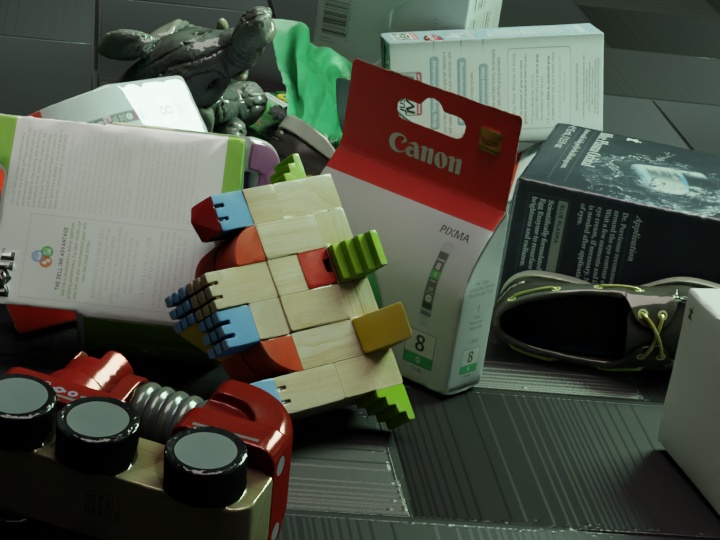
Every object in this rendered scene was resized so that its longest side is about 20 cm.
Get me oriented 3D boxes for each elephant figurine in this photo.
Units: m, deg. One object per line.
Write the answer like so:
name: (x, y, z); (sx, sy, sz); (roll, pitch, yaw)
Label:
elephant figurine: (-0.157, -0.165, 1.784); (0.141, 0.155, 0.200); (30, -4, 7)

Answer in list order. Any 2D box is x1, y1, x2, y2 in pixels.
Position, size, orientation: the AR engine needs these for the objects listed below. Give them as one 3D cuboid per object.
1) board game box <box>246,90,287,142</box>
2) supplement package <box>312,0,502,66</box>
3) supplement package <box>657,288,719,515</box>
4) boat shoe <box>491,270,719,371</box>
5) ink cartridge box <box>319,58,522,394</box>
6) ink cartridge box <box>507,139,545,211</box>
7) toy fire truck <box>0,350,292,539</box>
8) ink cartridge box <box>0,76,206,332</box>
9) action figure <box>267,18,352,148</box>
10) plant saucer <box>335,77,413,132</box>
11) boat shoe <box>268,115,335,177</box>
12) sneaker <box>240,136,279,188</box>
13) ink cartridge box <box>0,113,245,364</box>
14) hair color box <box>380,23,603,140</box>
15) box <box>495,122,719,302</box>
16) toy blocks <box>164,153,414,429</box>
board game box: (-0.053, -0.123, 1.933); (0.105, 0.023, 0.200); (-11, 28, -35)
supplement package: (0.046, -0.240, 2.020); (0.156, 0.200, 0.111); (15, 22, 18)
supplement package: (0.319, 0.089, 1.385); (0.200, 0.120, 0.121); (2, 23, -17)
boat shoe: (0.196, 0.043, 1.533); (0.201, 0.072, 0.061); (5, 18, 13)
ink cartridge box: (0.026, -0.032, 1.478); (0.161, 0.200, 0.050); (23, 26, 35)
ink cartridge box: (0.162, -0.088, 1.889); (0.200, 0.057, 0.163); (15, 22, 4)
toy fire truck: (-0.116, 0.101, 1.229); (0.176, 0.129, 0.200); (14, 32, 15)
ink cartridge box: (-0.184, -0.052, 1.519); (0.200, 0.057, 0.163); (-13, 74, -46)
action figure: (-0.039, -0.141, 1.860); (0.118, 0.055, 0.200); (27, 28, -17)
plant saucer: (0.043, -0.079, 1.726); (0.201, 0.039, 0.201); (42, -5, 5)
boat shoe: (-0.011, -0.052, 1.699); (0.061, 0.072, 0.201); (-46, 54, -9)
sneaker: (-0.168, -0.079, 1.663); (0.200, 0.081, 0.088); (0, 15, -33)
ink cartridge box: (-0.186, -0.025, 1.447); (0.200, 0.148, 0.076); (6, -22, -2)
hair color box: (0.121, -0.172, 1.930); (0.200, 0.099, 0.061); (-3, 16, -7)
box: (0.225, -0.025, 1.644); (0.200, 0.117, 0.197); (13, 19, 10)
toy blocks: (-0.061, 0.023, 1.371); (0.137, 0.200, 0.100); (-12, -11, -38)
